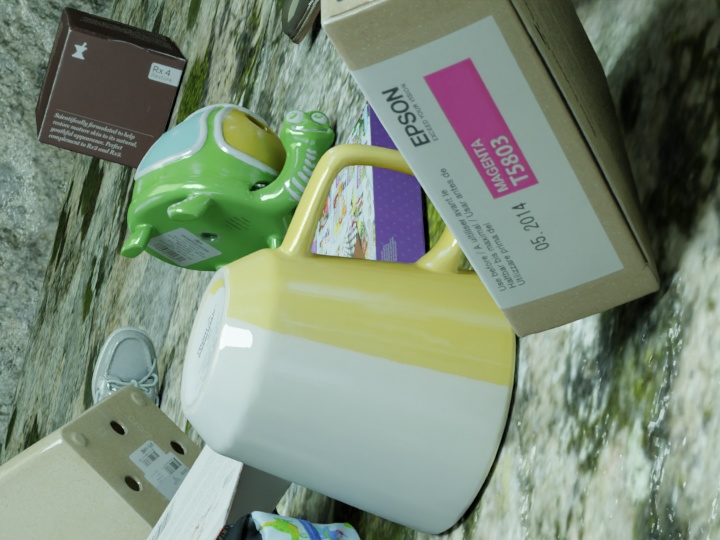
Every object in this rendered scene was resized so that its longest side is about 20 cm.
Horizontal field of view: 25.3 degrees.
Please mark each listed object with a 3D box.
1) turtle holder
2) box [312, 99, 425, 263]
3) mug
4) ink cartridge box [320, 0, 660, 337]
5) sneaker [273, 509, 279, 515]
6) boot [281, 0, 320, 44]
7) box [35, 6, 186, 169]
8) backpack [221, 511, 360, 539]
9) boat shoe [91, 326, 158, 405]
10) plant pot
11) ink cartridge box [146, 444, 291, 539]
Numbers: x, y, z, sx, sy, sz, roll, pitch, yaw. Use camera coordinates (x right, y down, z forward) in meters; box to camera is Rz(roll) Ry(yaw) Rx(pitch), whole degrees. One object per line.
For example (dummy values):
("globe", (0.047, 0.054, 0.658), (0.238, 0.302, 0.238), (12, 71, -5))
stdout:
("turtle holder", (-0.116, -0.076, 1.351), (0.186, 0.141, 0.132), (128, 152, -56))
("box", (0.000, 0.000, 1.082), (0.200, 0.039, 0.137), (-92, 23, -43))
("mug", (-0.012, 0.040, 0.892), (0.149, 0.153, 0.187), (133, 148, -60))
("ink cartridge box", (0.055, -0.097, 0.714), (0.075, 0.200, 0.165), (-21, 40, 16))
("sneaker", (-0.102, 0.248, 1.169), (0.200, 0.071, 0.080), (-59, 19, 28))
("boot", (-0.065, -0.313, 1.454), (0.075, 0.097, 0.200), (-155, 80, -73))
("box", (-0.352, -0.254, 2.227), (0.200, 0.166, 0.165), (-124, 52, -69))
("backpack", (-0.033, 0.226, 0.859), (0.200, 0.153, 0.163), (60, 140, 41))
("boat shoe", (-0.254, 0.163, 1.732), (0.065, 0.074, 0.202), (-172, 92, -67))
("plant pot", (-0.213, 0.210, 1.279), (0.177, 0.200, 0.200), (-49, -5, 21))
("ink cartridge box", (-0.098, 0.178, 1.022), (0.200, 0.045, 0.176), (-58, 13, 30))
